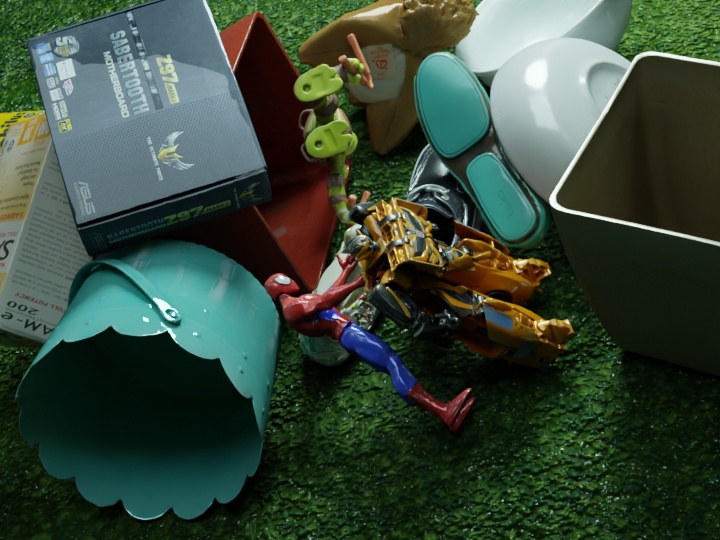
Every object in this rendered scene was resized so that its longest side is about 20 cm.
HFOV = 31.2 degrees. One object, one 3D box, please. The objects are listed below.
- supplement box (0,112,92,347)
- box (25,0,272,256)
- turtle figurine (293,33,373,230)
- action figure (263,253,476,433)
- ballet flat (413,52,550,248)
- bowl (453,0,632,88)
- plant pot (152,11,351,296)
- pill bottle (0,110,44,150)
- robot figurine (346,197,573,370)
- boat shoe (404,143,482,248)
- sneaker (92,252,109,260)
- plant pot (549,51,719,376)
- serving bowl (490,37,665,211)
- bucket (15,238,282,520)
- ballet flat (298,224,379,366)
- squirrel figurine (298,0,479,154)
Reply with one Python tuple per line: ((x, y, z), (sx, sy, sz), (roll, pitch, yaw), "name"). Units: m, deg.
((-0.288, -0.035, 1.142), (0.126, 0.073, 0.201), (-5, 66, 53), "supplement box")
((-0.175, -0.125, 1.058), (0.157, 0.051, 0.201), (-17, 63, -7), "box")
((-0.028, -0.141, 1.213), (0.064, 0.161, 0.201), (2, 84, 7), "turtle figurine")
((0.016, 0.039, 1.057), (0.199, 0.065, 0.099), (29, 80, 16), "action figure")
((0.109, -0.103, 1.159), (0.067, 0.070, 0.201), (-32, 72, 14), "ballet flat")
((0.202, -0.241, 1.322), (0.200, 0.090, 0.202), (-30, 31, 19), "bowl")
((-0.144, -0.092, 1.237), (0.175, 0.200, 0.201), (-13, 39, 25), "plant pot")
((-0.382, -0.115, 1.395), (0.199, 0.113, 0.113), (-1, 43, 19), "pill bottle")
((0.076, 0.006, 1.042), (0.058, 0.199, 0.145), (-46, 38, 30), "robot figurine")
((0.066, -0.046, 1.156), (0.071, 0.068, 0.201), (-4, 57, 21), "boat shoe")
((-0.189, 0.021, 1.176), (0.199, 0.109, 0.070), (-1, 42, 20), "sneaker")
((0.281, -0.028, 1.005), (0.199, 0.178, 0.200), (14, 50, 27), "plant pot")
((0.215, -0.133, 1.148), (0.199, 0.066, 0.201), (18, 50, -23), "serving bowl")
((-0.162, 0.083, 1.035), (0.206, 0.208, 0.135), (-5, 36, 14), "bucket")
((0.000, 0.000, 1.168), (0.075, 0.064, 0.200), (4, 44, 24), "ballet flat")
((0.048, -0.255, 1.364), (0.200, 0.141, 0.187), (-43, 11, 24), "squirrel figurine")
